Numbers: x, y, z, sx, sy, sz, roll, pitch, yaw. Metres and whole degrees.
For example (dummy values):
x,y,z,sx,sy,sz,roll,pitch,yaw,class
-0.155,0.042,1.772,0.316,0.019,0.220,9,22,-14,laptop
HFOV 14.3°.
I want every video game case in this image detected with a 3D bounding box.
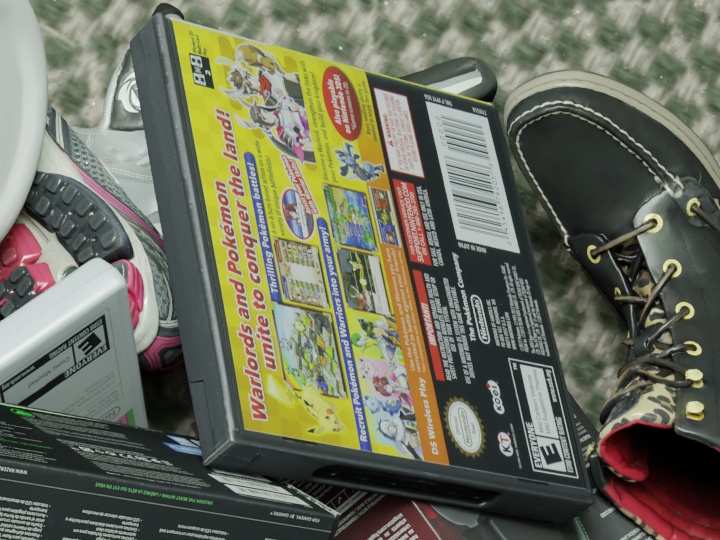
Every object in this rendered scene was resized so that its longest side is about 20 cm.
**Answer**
x,y,z,sx,sy,sz,roll,pitch,yaw,class
0.000,0.000,1.167,0.180,0.025,0.200,13,52,-35,video game case
-0.167,0.106,1.135,0.200,0.182,0.022,-35,58,-23,video game case

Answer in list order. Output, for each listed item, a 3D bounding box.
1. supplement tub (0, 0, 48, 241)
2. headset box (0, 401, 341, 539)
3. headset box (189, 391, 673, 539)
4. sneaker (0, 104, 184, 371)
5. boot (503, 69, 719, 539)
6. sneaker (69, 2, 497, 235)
x,y,z,sx,sy,sz,roll,pitch,yaw,class
-0.240,-0.073,1.162,0.199,0.132,0.132,10,65,21,supplement tub
-0.126,0.158,1.062,0.174,0.093,0.201,12,98,-39,headset box
0.045,0.107,1.208,0.200,0.077,0.149,54,34,9,headset box
-0.141,-0.025,1.229,0.081,0.075,0.200,-46,54,11,sneaker
0.126,0.022,1.240,0.200,0.073,0.151,51,33,-27,boot
-0.042,-0.081,1.291,0.200,0.075,0.116,-26,76,-21,sneaker
